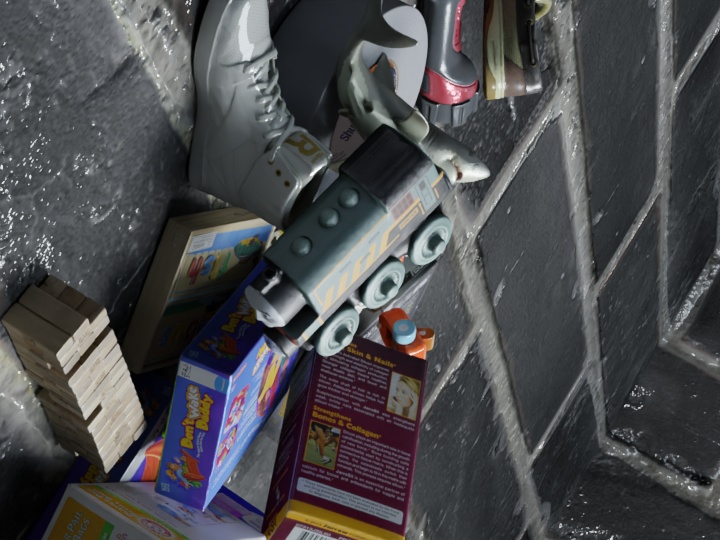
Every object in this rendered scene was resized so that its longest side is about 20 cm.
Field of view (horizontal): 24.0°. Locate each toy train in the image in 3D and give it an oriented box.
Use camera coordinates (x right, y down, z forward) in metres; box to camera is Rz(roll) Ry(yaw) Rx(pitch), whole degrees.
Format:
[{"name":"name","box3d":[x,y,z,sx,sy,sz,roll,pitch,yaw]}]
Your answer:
[{"name":"toy train","box3d":[0.039,0.001,1.595,0.055,0.151,0.201,-18,136,-17]},{"name":"toy train","box3d":[-0.009,-0.021,1.325,0.200,0.085,0.114,-44,149,-9]}]

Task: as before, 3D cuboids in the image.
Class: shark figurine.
[{"name":"shark figurine","box3d":[0.017,-0.153,1.355,0.215,0.127,0.090,60,33,-47]}]

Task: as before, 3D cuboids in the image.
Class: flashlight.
[{"name":"flashlight","box3d":[0.087,-0.230,1.599,0.201,0.067,0.068,95,4,-46]}]

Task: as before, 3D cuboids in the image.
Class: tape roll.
[{"name":"tape roll","box3d":[-0.022,-0.143,1.438,0.201,0.066,0.201,-51,158,-30]}]

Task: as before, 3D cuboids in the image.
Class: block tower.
[{"name":"block tower","box3d":[-0.211,0.082,1.281,0.054,0.057,0.201,-51,159,-24]}]

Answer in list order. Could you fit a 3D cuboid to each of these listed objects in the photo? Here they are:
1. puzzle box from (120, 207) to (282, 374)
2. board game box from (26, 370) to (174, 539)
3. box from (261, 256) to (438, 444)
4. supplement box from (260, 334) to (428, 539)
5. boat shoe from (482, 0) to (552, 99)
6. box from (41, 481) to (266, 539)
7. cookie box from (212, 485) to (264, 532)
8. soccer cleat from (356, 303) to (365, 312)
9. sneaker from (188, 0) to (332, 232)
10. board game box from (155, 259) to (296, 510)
[{"name":"puzzle box","box3d":[-0.125,0.012,1.445,0.200,0.025,0.134,-16,131,-64]},{"name":"board game box","box3d":[-0.206,0.193,1.453,0.201,0.044,0.135,-58,160,-10]},{"name":"box","box3d":[-0.011,0.076,1.742,0.200,0.048,0.159,-41,162,-45]},{"name":"supplement box","box3d":[-0.013,0.162,1.511,0.086,0.109,0.202,124,-18,-49]},{"name":"boat shoe","box3d":[0.150,-0.255,1.618,0.073,0.064,0.203,89,6,-73]},{"name":"box","box3d":[-0.176,0.243,1.377,0.113,0.101,0.200,-63,160,3]},{"name":"cookie box","box3d":[-0.150,0.311,1.566,0.075,0.170,0.202,-1,119,-64]},{"name":"soccer cleat","box3d":[0.000,0.000,1.491,0.200,0.069,0.088,-178,-92,-79]},{"name":"sneaker","box3d":[-0.066,-0.123,1.286,0.074,0.115,0.202,-41,150,-40]},{"name":"board game box","box3d":[-0.102,0.087,1.417,0.200,0.044,0.136,-54,161,-59]}]
